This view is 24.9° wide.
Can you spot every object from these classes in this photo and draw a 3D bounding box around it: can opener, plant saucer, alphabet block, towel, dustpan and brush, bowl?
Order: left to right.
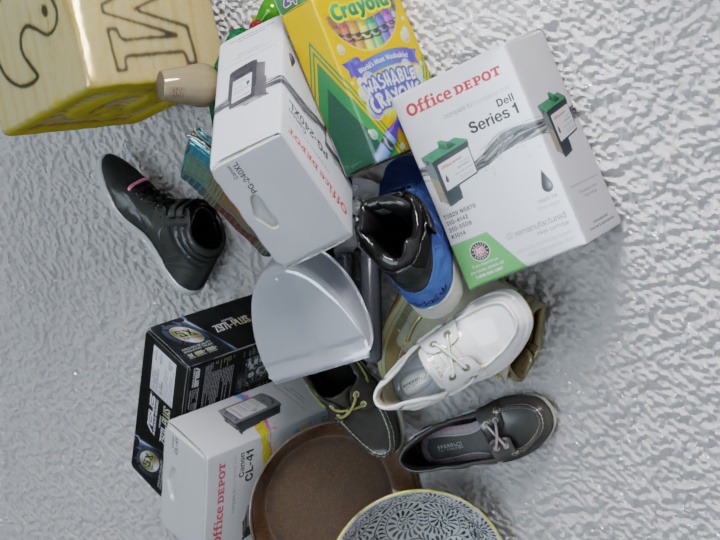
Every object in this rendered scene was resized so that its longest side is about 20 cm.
[{"bbox_3d":[-0.287,-0.273,1.776,0.194,0.195,0.203,-19,84,47],"label":"alphabet block"},{"bbox_3d":[-0.138,-0.079,1.768,0.147,0.022,0.200,44,167,-1],"label":"towel"},{"bbox_3d":[-0.069,0.002,1.656,0.138,0.057,0.202,-17,103,33],"label":"dustpan and brush"},{"bbox_3d":[-0.031,0.260,1.815,0.037,0.198,0.203,-149,46,-70],"label":"plant saucer"},{"bbox_3d":[0.000,0.000,1.703,0.052,0.067,0.203,-4,72,8],"label":"can opener"},{"bbox_3d":[0.058,0.319,1.777,0.094,0.198,0.203,-110,9,-76],"label":"bowl"}]

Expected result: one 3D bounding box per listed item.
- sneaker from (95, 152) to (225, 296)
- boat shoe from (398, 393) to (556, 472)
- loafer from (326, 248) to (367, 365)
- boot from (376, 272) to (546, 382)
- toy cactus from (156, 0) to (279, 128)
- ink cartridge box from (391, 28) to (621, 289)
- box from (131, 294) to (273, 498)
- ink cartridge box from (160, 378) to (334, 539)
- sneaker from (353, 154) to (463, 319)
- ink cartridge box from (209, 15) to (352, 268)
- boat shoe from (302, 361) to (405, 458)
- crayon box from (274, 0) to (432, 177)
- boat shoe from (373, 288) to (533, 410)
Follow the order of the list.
[{"bbox_3d":[-0.228,-0.076,1.920,0.201,0.071,0.099,52,133,5],"label":"sneaker"},{"bbox_3d":[0.120,0.179,1.707,0.199,0.057,0.068,-22,92,46],"label":"boat shoe"},{"bbox_3d":[-0.048,0.026,1.786,0.068,0.075,0.203,-3,106,37],"label":"loafer"},{"bbox_3d":[0.103,0.074,1.671,0.154,0.072,0.202,36,128,24],"label":"boot"},{"bbox_3d":[-0.130,-0.187,1.711,0.201,0.163,0.103,108,148,-41],"label":"toy cactus"},{"bbox_3d":[0.135,-0.105,1.540,0.145,0.084,0.202,-23,92,36],"label":"ink cartridge box"},{"bbox_3d":[-0.168,0.148,1.882,0.086,0.163,0.202,37,130,37],"label":"box"},{"bbox_3d":[-0.120,0.218,1.842,0.085,0.199,0.149,32,129,39],"label":"ink cartridge box"},{"bbox_3d":[0.041,-0.058,1.589,0.076,0.111,0.202,-23,48,19],"label":"sneaker"},{"bbox_3d":[-0.073,-0.127,1.587,0.083,0.201,0.146,-23,129,18],"label":"ink cartridge box"},{"bbox_3d":[-0.022,0.121,1.735,0.071,0.061,0.202,-29,100,24],"label":"boat shoe"},{"bbox_3d":[0.002,-0.207,1.602,0.051,0.125,0.202,-21,93,45],"label":"crayon box"},{"bbox_3d":[0.088,0.088,1.596,0.200,0.069,0.071,-42,76,38],"label":"boat shoe"}]
